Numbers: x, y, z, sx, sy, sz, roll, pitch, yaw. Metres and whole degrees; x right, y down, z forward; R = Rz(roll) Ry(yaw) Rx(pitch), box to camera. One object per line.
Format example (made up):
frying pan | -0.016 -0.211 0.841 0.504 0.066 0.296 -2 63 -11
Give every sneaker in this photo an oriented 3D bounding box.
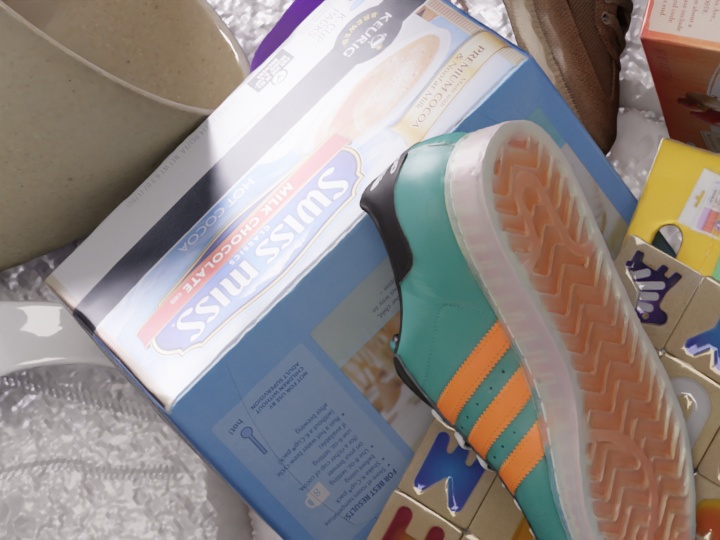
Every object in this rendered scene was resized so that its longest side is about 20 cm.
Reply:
sneaker | 0.094 -0.144 1.229 0.075 0.070 0.201 -16 68 6
sneaker | 0.062 0.042 1.049 0.080 0.071 0.201 -10 104 44

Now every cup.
cup | -0.167 -0.081 1.219 0.200 0.200 0.143 48 110 23

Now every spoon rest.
spoon rest | -0.182 0.041 1.234 0.199 0.061 0.100 -7 69 10

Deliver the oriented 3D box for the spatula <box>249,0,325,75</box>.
spatula | 0.006 -0.143 1.252 0.020 0.057 0.201 -4 50 42

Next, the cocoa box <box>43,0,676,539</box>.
cocoa box | 0.000 0.000 1.144 0.200 0.133 0.131 -44 37 -5

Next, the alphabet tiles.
alphabet tiles | 0.098 0.097 1.077 0.166 0.006 0.201 31 100 15

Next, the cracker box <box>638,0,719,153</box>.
cracker box | 0.221 -0.074 1.139 0.199 0.134 0.058 11 74 17

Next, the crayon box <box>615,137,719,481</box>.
crayon box | 0.192 0.039 1.097 0.199 0.052 0.126 19 76 17
